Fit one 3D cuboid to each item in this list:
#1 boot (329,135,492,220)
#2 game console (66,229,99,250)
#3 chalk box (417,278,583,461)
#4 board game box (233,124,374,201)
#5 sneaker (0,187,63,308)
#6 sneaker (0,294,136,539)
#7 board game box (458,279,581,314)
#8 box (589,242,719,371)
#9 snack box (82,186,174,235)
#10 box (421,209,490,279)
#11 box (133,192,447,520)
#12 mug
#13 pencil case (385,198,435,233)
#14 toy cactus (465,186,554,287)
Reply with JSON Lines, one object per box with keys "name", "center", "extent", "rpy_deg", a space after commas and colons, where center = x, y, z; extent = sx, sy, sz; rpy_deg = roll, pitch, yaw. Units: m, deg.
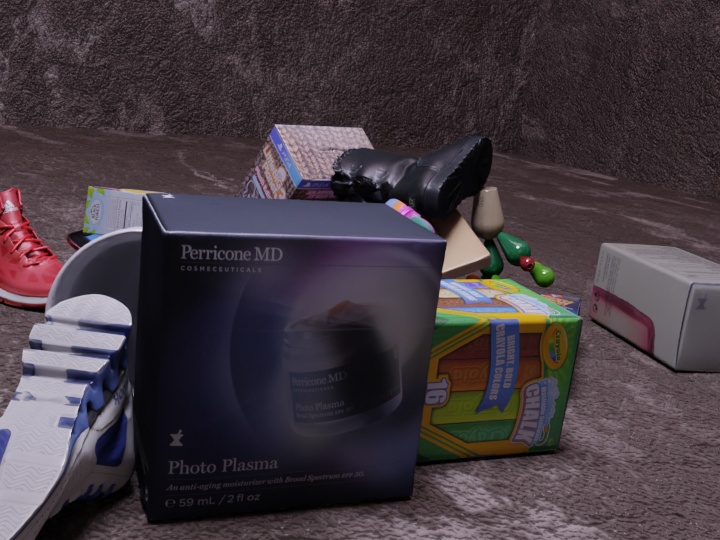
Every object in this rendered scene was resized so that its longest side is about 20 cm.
{"name": "boot", "center": [0.067, -0.130, 1.070], "extent": [0.161, 0.074, 0.198], "rpy_deg": [13, 35, 29]}
{"name": "game console", "center": [-0.233, -0.042, 1.044], "extent": [0.171, 0.120, 0.200], "rpy_deg": [-25, 5, 19]}
{"name": "chalk box", "center": [0.110, 0.081, 0.731], "extent": [0.197, 0.127, 0.124], "rpy_deg": [0, 15, -22]}
{"name": "board game box", "center": [-0.083, -0.103, 1.185], "extent": [0.158, 0.200, 0.098], "rpy_deg": [-6, 57, -41]}
{"name": "sneaker", "center": [-0.397, -0.031, 0.951], "extent": [0.197, 0.117, 0.078], "rpy_deg": [13, 15, 24]}
{"name": "sneaker", "center": [-0.191, 0.124, 0.522], "extent": [0.079, 0.116, 0.201], "rpy_deg": [8, 43, 13]}
{"name": "board game box", "center": [0.175, 0.065, 0.956], "extent": [0.198, 0.063, 0.199], "rpy_deg": [14, 14, 30]}
{"name": "box", "center": [0.404, 0.042, 1.055], "extent": [0.126, 0.111, 0.200], "rpy_deg": [3, 15, -16]}
{"name": "snack box", "center": [-0.185, -0.054, 0.897], "extent": [0.140, 0.054, 0.200], "rpy_deg": [9, 4, 15]}
{"name": "box", "center": [0.041, -0.032, 1.038], "extent": [0.197, 0.021, 0.164], "rpy_deg": [-18, 46, -13]}
{"name": "box", "center": [-0.059, 0.056, 0.598], "extent": [0.197, 0.201, 0.123], "rpy_deg": [0, 15, -22]}
{"name": "mug", "center": [-0.164, 0.051, 0.732], "extent": [0.199, 0.149, 0.175], "rpy_deg": [35, -2, -9]}
{"name": "pencil case", "center": [0.000, 0.000, 0.935], "extent": [0.088, 0.089, 0.200], "rpy_deg": [18, 47, 39]}
{"name": "toy cactus", "center": [0.167, -0.027, 1.118], "extent": [0.101, 0.168, 0.199], "rpy_deg": [-16, 17, -33]}
